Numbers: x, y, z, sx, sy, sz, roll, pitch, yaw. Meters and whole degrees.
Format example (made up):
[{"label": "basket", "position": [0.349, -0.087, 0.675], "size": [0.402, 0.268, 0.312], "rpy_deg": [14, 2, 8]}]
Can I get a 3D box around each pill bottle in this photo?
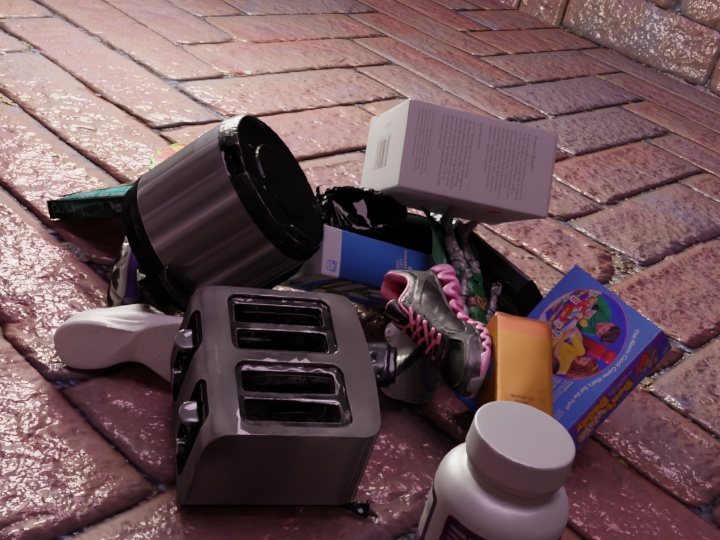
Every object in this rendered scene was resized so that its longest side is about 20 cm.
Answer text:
[{"label": "pill bottle", "position": [0.103, 0.211, 0.806], "size": [0.110, 0.202, 0.113], "rpy_deg": [12, 27, -6]}]

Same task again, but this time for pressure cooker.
[{"label": "pressure cooker", "position": [-0.160, -0.052, 1.079], "size": [0.181, 0.198, 0.175], "rpy_deg": [65, 18, 13]}]

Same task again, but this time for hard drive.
[{"label": "hard drive", "position": [0.177, 0.007, 1.324], "size": [0.200, 0.033, 0.140], "rpy_deg": [45, -5, 44]}]

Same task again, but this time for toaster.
[{"label": "toaster", "position": [-0.077, 0.122, 0.929], "size": [0.197, 0.120, 0.182], "rpy_deg": [5, 44, -18]}]

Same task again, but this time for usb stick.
[{"label": "usb stick", "position": [-0.060, 0.097, 1.065], "size": [0.196, 0.033, 0.056], "rpy_deg": [2, 43, 4]}]

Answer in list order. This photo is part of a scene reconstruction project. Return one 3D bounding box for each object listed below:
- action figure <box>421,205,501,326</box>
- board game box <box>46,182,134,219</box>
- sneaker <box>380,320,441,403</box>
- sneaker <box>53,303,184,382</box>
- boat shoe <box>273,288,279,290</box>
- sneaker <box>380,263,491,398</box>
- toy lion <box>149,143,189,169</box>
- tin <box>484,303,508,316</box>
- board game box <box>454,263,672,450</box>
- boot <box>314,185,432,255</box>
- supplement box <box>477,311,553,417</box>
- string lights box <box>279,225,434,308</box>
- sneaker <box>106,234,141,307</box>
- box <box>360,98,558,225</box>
[{"label": "action figure", "position": [0.127, 0.024, 1.176], "size": [0.117, 0.054, 0.203], "rpy_deg": [26, 46, -42]}, {"label": "board game box", "position": [-0.282, -0.092, 1.262], "size": [0.198, 0.029, 0.135], "rpy_deg": [1, 15, 37]}, {"label": "sneaker", "position": [0.061, 0.096, 1.165], "size": [0.086, 0.076, 0.200], "rpy_deg": [8, 20, 23]}, {"label": "sneaker", "position": [-0.212, 0.066, 1.044], "size": [0.197, 0.076, 0.089], "rpy_deg": [9, 20, -1]}, {"label": "boat shoe", "position": [-0.105, 0.050, 1.171], "size": [0.198, 0.058, 0.067], "rpy_deg": [30, 4, 17]}, {"label": "sneaker", "position": [0.073, 0.061, 1.064], "size": [0.094, 0.080, 0.201], "rpy_deg": [9, 29, -22]}, {"label": "toy lion", "position": [-0.208, -0.131, 1.442], "size": [0.189, 0.070, 0.201], "rpy_deg": [-2, 32, -18]}, {"label": "tin", "position": [0.210, 0.110, 1.194], "size": [0.111, 0.042, 0.200], "rpy_deg": [30, 12, -44]}, {"label": "board game box", "position": [0.216, 0.109, 1.079], "size": [0.134, 0.200, 0.045], "rpy_deg": [44, -1, 43]}, {"label": "boot", "position": [0.022, -0.057, 1.240], "size": [0.195, 0.075, 0.162], "rpy_deg": [4, -12, -11]}, {"label": "supplement box", "position": [0.155, 0.148, 1.005], "size": [0.065, 0.069, 0.203], "rpy_deg": [11, 57, -9]}, {"label": "string lights box", "position": [0.000, 0.000, 1.197], "size": [0.198, 0.060, 0.102], "rpy_deg": [14, -16, -39]}, {"label": "sneaker", "position": [-0.238, -0.014, 1.182], "size": [0.082, 0.081, 0.200], "rpy_deg": [23, 27, 1]}, {"label": "box", "position": [0.118, -0.129, 1.236], "size": [0.197, 0.108, 0.152], "rpy_deg": [10, -4, -19]}]
